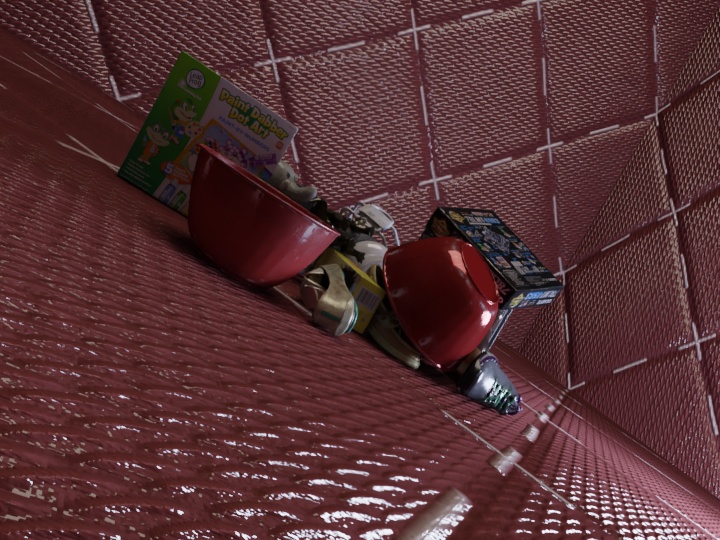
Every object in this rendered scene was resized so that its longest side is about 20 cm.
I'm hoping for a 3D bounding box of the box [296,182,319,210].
[{"bbox_3d":[-0.172,-0.126,1.312,0.197,0.106,0.182,33,-5,7],"label":"box"}]

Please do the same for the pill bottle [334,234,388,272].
[{"bbox_3d":[0.000,0.000,1.212,0.118,0.122,0.200,30,4,-23],"label":"pill bottle"}]

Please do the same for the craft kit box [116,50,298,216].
[{"bbox_3d":[-0.221,-0.176,1.001,0.197,0.201,0.048,30,3,-15],"label":"craft kit box"}]

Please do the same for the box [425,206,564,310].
[{"bbox_3d":[0.230,-0.024,1.159,0.197,0.050,0.199,-2,45,-52],"label":"box"}]

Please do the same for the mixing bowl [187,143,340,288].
[{"bbox_3d":[-0.133,-0.051,0.823,0.197,0.110,0.200,33,4,-3],"label":"mixing bowl"}]

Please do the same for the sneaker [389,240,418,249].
[{"bbox_3d":[0.129,0.036,1.347,0.067,0.088,0.205,-47,117,-71],"label":"sneaker"}]

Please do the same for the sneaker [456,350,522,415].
[{"bbox_3d":[0.210,0.180,1.050,0.087,0.075,0.199,40,6,23],"label":"sneaker"}]

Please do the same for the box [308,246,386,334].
[{"bbox_3d":[-0.028,0.022,1.044,0.049,0.077,0.200,29,4,-23],"label":"box"}]

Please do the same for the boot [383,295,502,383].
[{"bbox_3d":[0.138,0.072,1.146,0.199,0.167,0.072,42,-39,-4],"label":"boot"}]

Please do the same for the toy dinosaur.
[{"bbox_3d":[-0.042,-0.066,1.093,0.100,0.079,0.198,18,3,34],"label":"toy dinosaur"}]

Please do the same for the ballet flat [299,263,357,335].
[{"bbox_3d":[-0.050,0.026,0.899,0.061,0.069,0.200,20,7,-16],"label":"ballet flat"}]

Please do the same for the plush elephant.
[{"bbox_3d":[-0.141,-0.109,1.129,0.198,0.157,0.164,34,4,21],"label":"plush elephant"}]

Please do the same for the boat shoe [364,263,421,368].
[{"bbox_3d":[0.043,0.065,1.024,0.072,0.064,0.202,31,16,-34],"label":"boat shoe"}]

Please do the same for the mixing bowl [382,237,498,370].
[{"bbox_3d":[0.132,0.030,0.999,0.199,0.107,0.204,40,32,-32],"label":"mixing bowl"}]

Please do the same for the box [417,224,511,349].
[{"bbox_3d":[0.162,0.054,1.262,0.197,0.202,0.123,31,3,-9],"label":"box"}]

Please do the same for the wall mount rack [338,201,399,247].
[{"bbox_3d":[0.034,-0.065,1.397,0.173,0.075,0.200,40,18,5],"label":"wall mount rack"}]
